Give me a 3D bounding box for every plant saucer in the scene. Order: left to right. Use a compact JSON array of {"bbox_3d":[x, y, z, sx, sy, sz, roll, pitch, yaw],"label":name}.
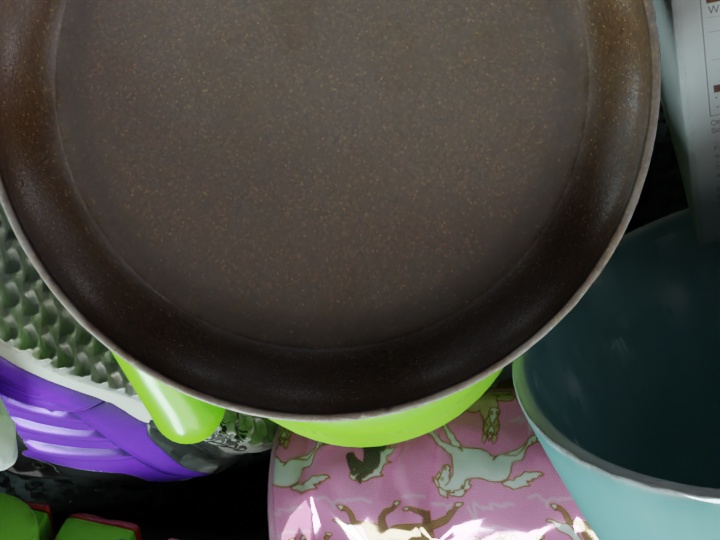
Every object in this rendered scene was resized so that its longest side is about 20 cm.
[{"bbox_3d":[-0.012,-0.057,0.870,0.199,0.201,0.032,-14,-177,2],"label":"plant saucer"}]

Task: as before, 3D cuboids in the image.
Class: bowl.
[{"bbox_3d":[0.154,0.060,0.926,0.200,0.201,0.105,-13,116,0],"label":"bowl"}]

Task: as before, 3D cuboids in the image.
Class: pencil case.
[{"bbox_3d":[0.064,0.083,1.072,0.199,0.087,0.083,-1,162,22],"label":"pencil case"}]

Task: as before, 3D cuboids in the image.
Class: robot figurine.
[{"bbox_3d":[0.000,0.000,0.991,0.175,0.116,0.200,-31,174,0],"label":"robot figurine"}]

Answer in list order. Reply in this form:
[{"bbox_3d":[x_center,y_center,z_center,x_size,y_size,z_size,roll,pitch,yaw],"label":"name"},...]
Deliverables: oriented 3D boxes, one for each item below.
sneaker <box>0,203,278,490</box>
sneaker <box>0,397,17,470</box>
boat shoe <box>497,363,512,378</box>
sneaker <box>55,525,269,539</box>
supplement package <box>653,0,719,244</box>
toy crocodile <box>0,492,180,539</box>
[{"bbox_3d":[-0.123,0.034,1.074,0.099,0.070,0.200,-27,138,32],"label":"sneaker"},{"bbox_3d":[-0.216,0.050,1.034,0.199,0.076,0.089,10,167,14],"label":"sneaker"},{"bbox_3d":[0.120,0.042,1.110,0.199,0.072,0.069,19,145,8],"label":"boat shoe"},{"bbox_3d":[-0.087,0.134,1.207,0.199,0.091,0.076,-22,143,-26],"label":"sneaker"},{"bbox_3d":[0.141,-0.121,0.913,0.117,0.117,0.200,-11,142,2],"label":"supplement package"},{"bbox_3d":[-0.096,0.119,1.099,0.199,0.062,0.068,15,136,16],"label":"toy crocodile"}]
